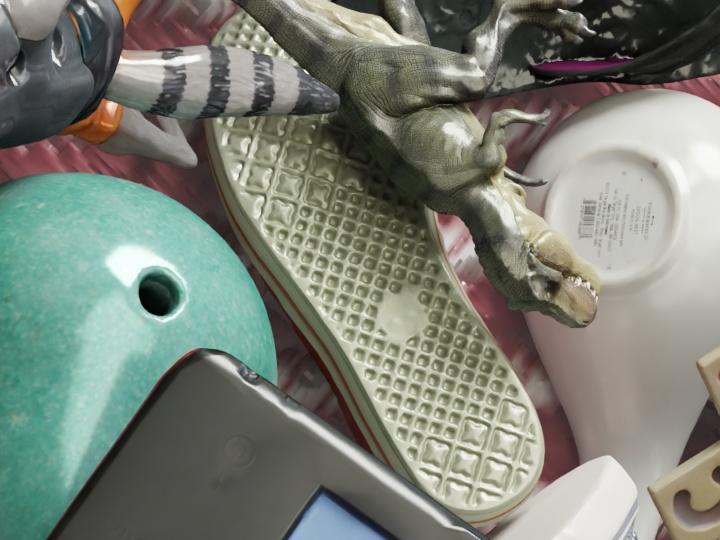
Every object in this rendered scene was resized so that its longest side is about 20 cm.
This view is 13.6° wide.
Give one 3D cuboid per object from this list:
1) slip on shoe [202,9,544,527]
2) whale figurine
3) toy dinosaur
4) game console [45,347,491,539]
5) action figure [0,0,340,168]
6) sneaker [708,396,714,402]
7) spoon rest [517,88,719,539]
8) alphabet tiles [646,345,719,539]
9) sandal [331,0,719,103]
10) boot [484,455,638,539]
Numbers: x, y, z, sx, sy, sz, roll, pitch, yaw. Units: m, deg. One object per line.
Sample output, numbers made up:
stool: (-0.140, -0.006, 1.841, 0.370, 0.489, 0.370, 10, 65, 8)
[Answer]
slip on shoe: (0.000, 0.000, 1.026, 0.074, 0.061, 0.201, -24, 75, -14)
whale figurine: (-0.086, 0.060, 0.915, 0.158, 0.104, 0.201, 21, 53, -23)
toy dinosaur: (0.019, -0.070, 1.002, 0.200, 0.048, 0.088, 41, 74, 15)
game console: (-0.016, 0.146, 0.846, 0.200, 0.031, 0.177, 35, 85, 2)
action figure: (-0.086, -0.088, 0.906, 0.193, 0.200, 0.105, -14, 60, -50)
sneaker: (0.180, 0.036, 1.097, 0.200, 0.090, 0.067, 45, 59, -12)
spoon rest: (0.089, 0.033, 1.058, 0.061, 0.099, 0.201, 35, 64, -62)
alphabet tiles: (0.201, 0.058, 1.044, 0.199, 0.006, 0.167, -31, 123, -4)
sandal: (0.089, -0.095, 1.060, 0.199, 0.048, 0.076, -15, 104, -6)
boot: (0.052, 0.148, 0.946, 0.090, 0.073, 0.200, 50, 46, -9)
